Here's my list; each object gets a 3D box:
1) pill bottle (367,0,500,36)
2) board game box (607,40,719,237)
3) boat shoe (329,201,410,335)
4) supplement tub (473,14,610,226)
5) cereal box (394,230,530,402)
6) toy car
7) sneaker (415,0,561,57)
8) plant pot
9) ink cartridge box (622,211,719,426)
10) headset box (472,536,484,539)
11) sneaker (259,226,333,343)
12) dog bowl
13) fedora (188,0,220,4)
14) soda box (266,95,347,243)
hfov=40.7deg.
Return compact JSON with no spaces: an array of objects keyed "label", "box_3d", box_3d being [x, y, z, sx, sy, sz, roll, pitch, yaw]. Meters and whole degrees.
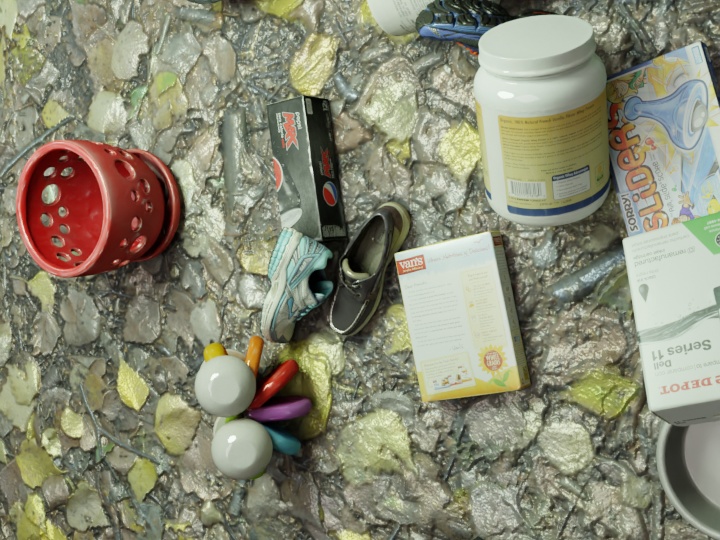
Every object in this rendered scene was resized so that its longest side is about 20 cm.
[{"label":"pill bottle","box_3d":[0.114,-0.361,1.177,0.199,0.114,0.115,-6,90,32]},{"label":"board game box","box_3d":[0.347,-0.137,1.091,0.135,0.034,0.201,-18,84,32]},{"label":"boat shoe","box_3d":[0.000,0.000,1.303,0.072,0.065,0.201,36,112,23]},{"label":"supplement tub","box_3d":[0.202,-0.166,1.077,0.144,0.144,0.201,12,130,31]},{"label":"cereal box","box_3d":[0.129,0.060,1.241,0.143,0.039,0.201,-12,87,32]},{"label":"toy car","box_3d":[-0.146,0.190,1.371,0.149,0.175,0.201,-15,93,-7]},{"label":"sneaker","box_3d":[0.157,-0.263,1.129,0.076,0.199,0.079,-101,23,-50]},{"label":"plant pot","box_3d":[-0.387,-0.093,1.473,0.200,0.182,0.202,2,94,32]},{"label":"ink cartridge box","box_3d":[0.371,0.051,1.025,0.146,0.083,0.201,-17,64,30]},{"label":"headset box","box_3d":[0.116,0.445,1.198,0.093,0.174,0.201,27,106,28]},{"label":"sneaker","box_3d":[-0.086,0.036,1.331,0.086,0.078,0.201,18,135,7]},{"label":"dog bowl","box_3d":[0.417,0.207,1.058,0.199,0.059,0.201,3,96,33]},{"label":"fedora","box_3d":[-0.187,-0.466,1.373,0.200,0.091,0.202,3,95,32]},{"label":"soda box","box_3d":[-0.075,-0.136,1.343,0.071,0.063,0.201,-8,88,32]}]
